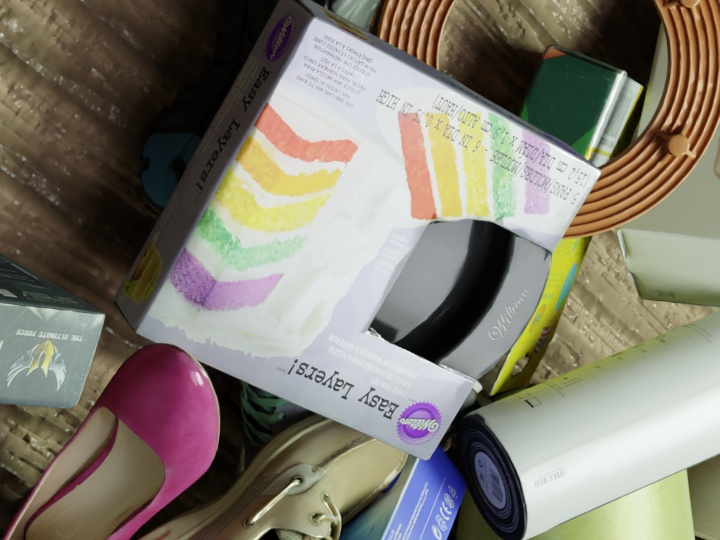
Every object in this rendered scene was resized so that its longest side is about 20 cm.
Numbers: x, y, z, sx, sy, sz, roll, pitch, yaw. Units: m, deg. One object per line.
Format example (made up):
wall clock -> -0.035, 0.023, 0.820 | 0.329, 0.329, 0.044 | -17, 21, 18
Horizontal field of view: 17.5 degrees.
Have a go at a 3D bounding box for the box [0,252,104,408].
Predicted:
box -> -0.233, 0.004, 0.993 | 0.200, 0.158, 0.051 | 9, 104, -50

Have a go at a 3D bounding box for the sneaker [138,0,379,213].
sneaker -> -0.037, -0.109, 1.217 | 0.200, 0.073, 0.082 | -54, 144, 6

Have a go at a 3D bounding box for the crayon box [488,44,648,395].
crayon box -> 0.106, -0.028, 1.382 | 0.200, 0.051, 0.127 | -69, 166, 4

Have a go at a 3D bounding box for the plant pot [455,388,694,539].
plant pot -> 0.136, 0.176, 1.476 | 0.200, 0.200, 0.185 | -14, 109, -42

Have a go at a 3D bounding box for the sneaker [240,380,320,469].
sneaker -> -0.051, 0.058, 1.273 | 0.087, 0.074, 0.200 | -19, 125, -48

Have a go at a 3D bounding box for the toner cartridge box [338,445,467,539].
toner cartridge box -> -0.007, 0.166, 1.278 | 0.043, 0.095, 0.200 | 56, 22, -11

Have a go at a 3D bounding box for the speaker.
speaker -> 0.160, 0.085, 1.361 | 0.200, 0.081, 0.081 | -21, 126, -21

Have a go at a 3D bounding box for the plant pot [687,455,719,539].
plant pot -> 0.283, 0.183, 1.647 | 0.200, 0.187, 0.188 | -49, 140, -38

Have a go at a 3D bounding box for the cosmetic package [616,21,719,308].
cosmetic package -> 0.222, -0.087, 1.417 | 0.103, 0.087, 0.200 | 60, 41, -62

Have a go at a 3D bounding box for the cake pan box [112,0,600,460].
cake pan box -> 0.002, -0.017, 1.189 | 0.200, 0.052, 0.184 | 27, 101, -29

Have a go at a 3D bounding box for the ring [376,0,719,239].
ring -> 0.108, -0.116, 1.297 | 0.200, 0.019, 0.201 | -1, 97, -4

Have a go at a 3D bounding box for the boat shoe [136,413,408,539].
boat shoe -> -0.042, 0.140, 1.234 | 0.200, 0.065, 0.072 | -31, 134, -30

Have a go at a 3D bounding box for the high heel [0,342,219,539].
high heel -> -0.136, 0.109, 1.173 | 0.096, 0.067, 0.200 | -39, 176, -37

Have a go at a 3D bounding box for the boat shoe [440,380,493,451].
boat shoe -> 0.034, 0.072, 1.356 | 0.057, 0.067, 0.200 | -48, 160, -2
